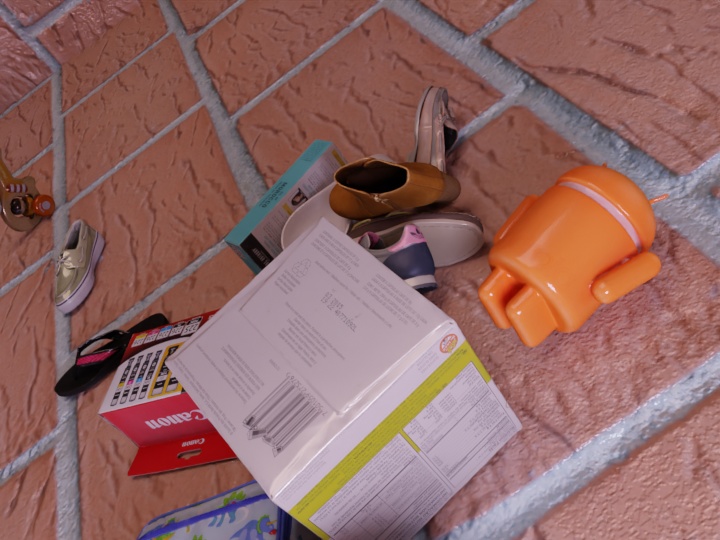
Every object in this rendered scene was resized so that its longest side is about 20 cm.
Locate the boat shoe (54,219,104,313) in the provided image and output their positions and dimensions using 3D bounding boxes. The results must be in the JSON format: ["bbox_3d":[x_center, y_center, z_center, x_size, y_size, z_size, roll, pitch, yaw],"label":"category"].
[{"bbox_3d":[-0.505,-0.008,1.600,0.072,0.062,0.200,-26,37,19],"label":"boat shoe"}]

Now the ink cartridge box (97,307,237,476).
[{"bbox_3d":[-0.212,0.146,1.119,0.200,0.084,0.176,-17,40,29],"label":"ink cartridge box"}]

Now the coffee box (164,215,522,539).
[{"bbox_3d":[-0.011,0.113,0.833,0.200,0.198,0.200,-44,47,-6],"label":"coffee box"}]

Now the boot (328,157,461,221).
[{"bbox_3d":[0.007,-0.103,1.096,0.201,0.144,0.071,-2,85,36],"label":"boot"}]

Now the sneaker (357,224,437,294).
[{"bbox_3d":[0.000,0.000,1.074,0.200,0.070,0.082,-12,83,33],"label":"sneaker"}]

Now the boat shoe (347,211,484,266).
[{"bbox_3d":[0.059,-0.041,1.093,0.200,0.072,0.060,-12,36,34],"label":"boat shoe"}]

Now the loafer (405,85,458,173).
[{"bbox_3d":[0.104,-0.165,1.211,0.063,0.072,0.200,0,54,22],"label":"loafer"}]

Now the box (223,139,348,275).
[{"bbox_3d":[-0.092,-0.084,1.277,0.200,0.082,0.049,-49,33,-15],"label":"box"}]

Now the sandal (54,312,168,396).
[{"bbox_3d":[-0.375,0.115,1.346,0.200,0.045,0.075,-33,34,9],"label":"sandal"}]

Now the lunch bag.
[{"bbox_3d":[-0.139,0.292,0.883,0.200,0.083,0.161,-23,34,22],"label":"lunch bag"}]

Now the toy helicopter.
[{"bbox_3d":[-0.736,-0.170,1.888,0.079,0.200,0.132,1,33,44],"label":"toy helicopter"}]

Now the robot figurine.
[{"bbox_3d":[0.206,-0.020,0.888,0.200,0.117,0.144,-46,7,-9],"label":"robot figurine"}]

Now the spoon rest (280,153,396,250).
[{"bbox_3d":[-0.025,-0.086,1.225,0.200,0.061,0.099,-44,54,-10],"label":"spoon rest"}]
